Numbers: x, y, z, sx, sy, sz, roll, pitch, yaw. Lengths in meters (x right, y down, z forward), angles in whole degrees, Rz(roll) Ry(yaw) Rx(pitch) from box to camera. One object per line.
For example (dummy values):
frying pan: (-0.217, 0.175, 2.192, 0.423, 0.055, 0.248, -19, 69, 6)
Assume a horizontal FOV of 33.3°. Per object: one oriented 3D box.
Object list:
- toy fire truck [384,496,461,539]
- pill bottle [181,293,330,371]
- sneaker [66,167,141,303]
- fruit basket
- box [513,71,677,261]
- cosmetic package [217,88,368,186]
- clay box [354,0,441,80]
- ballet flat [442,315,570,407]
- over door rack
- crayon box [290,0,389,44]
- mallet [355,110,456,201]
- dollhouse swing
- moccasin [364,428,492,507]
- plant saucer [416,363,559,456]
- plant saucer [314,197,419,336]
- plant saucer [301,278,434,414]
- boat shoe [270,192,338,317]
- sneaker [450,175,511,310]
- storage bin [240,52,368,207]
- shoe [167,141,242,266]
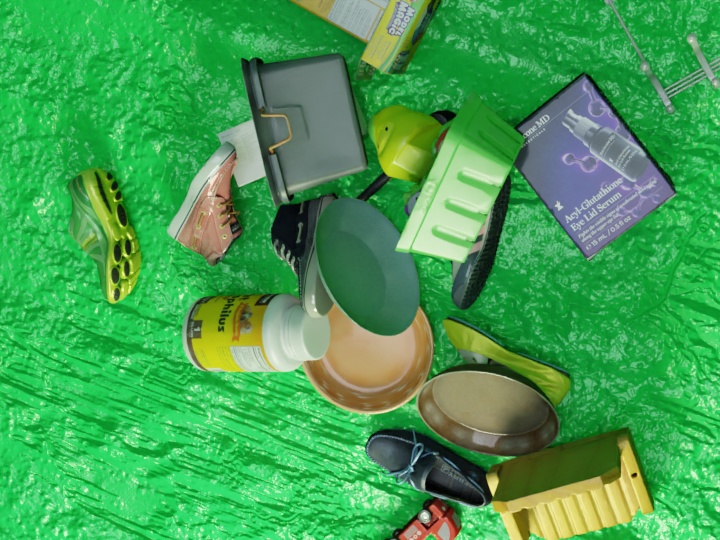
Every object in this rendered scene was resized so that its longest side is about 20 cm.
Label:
toy fire truck: (0.091, 0.440, 1.754, 0.141, 0.049, 0.200, 45, 104, 3)
pill bottle: (-0.146, 0.088, 1.699, 0.199, 0.109, 0.110, -3, 98, 30)
sneaker: (-0.383, -0.051, 1.784, 0.083, 0.074, 0.201, -8, 96, 34)
fruit basket: (0.088, -0.138, 1.557, 0.215, 0.156, 0.217, 9, 121, 15)
box: (0.299, -0.139, 1.589, 0.148, 0.104, 0.200, -39, 89, 16)
cosmetic package: (-0.094, -0.194, 1.698, 0.199, 0.051, 0.083, -20, 96, 15)
clay box: (0.063, -0.336, 1.607, 0.047, 0.115, 0.201, 29, 104, 8)
ballet flat: (0.195, 0.132, 1.669, 0.199, 0.067, 0.067, 26, 77, 5)
over door rack: (0.413, -0.323, 1.555, 0.147, 0.067, 0.201, -30, 91, 15)
crayon box: (-0.033, -0.409, 1.651, 0.199, 0.052, 0.126, 30, 104, 6)
mallet: (0.061, -0.153, 1.681, 0.200, 0.066, 0.041, -42, 84, 30)
dollhouse swing: (0.283, 0.319, 1.605, 0.199, 0.176, 0.182, -18, 110, 14)
moccasin: (0.100, 0.279, 1.717, 0.199, 0.068, 0.081, 17, 102, 10)
plant saucer: (0.177, 0.187, 1.656, 0.199, 0.035, 0.201, 12, 141, 10)
plant saucer: (0.000, 0.000, 1.632, 0.039, 0.201, 0.202, -27, 92, 39)
plant saucer: (0.010, 0.105, 1.727, 0.199, 0.037, 0.201, 2, 99, 13)
boat shoe: (-0.081, -0.016, 1.671, 0.092, 0.201, 0.075, -7, 138, 19)
sneaker: (0.147, -0.049, 1.666, 0.082, 0.070, 0.201, 19, 100, 26)
storage bin: (-0.070, -0.199, 1.602, 0.134, 0.146, 0.201, -13, 96, 3)
shoe: (-0.198, -0.091, 1.704, 0.091, 0.072, 0.200, 38, 132, 1)
